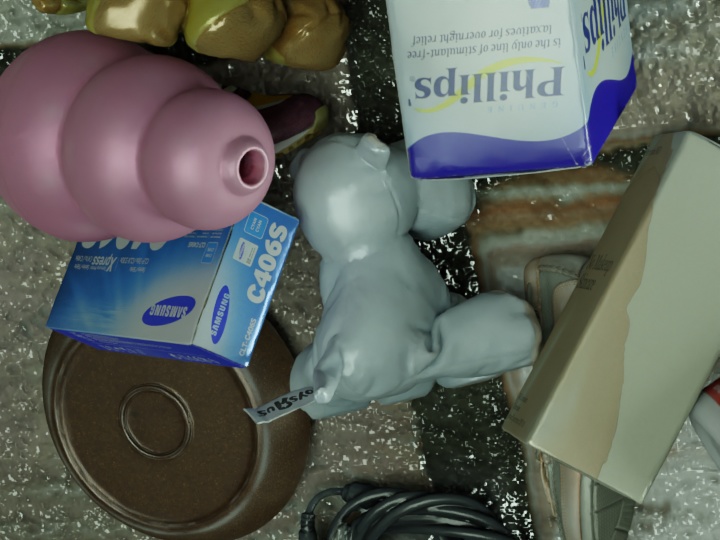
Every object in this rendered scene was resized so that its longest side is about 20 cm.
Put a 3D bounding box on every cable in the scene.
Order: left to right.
[{"bbox_3d":[0.040,0.236,1.404,0.163,0.051,0.200,-1,105,13],"label":"cable"}]

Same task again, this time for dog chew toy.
[{"bbox_3d":[-0.126,-0.071,1.205,0.200,0.124,0.125,12,114,45],"label":"dog chew toy"}]

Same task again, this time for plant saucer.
[{"bbox_3d":[-0.131,0.097,1.407,0.200,0.034,0.201,7,111,20],"label":"plant saucer"}]

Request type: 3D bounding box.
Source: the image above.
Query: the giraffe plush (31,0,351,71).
[{"bbox_3d":[-0.093,-0.216,1.248,0.200,0.172,0.163,23,105,53],"label":"giraffe plush"}]

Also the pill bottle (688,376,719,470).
[{"bbox_3d":[0.296,0.065,1.194,0.200,0.116,0.116,-35,95,-1],"label":"pill bottle"}]

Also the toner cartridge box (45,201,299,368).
[{"bbox_3d":[-0.119,0.003,1.290,0.043,0.200,0.095,24,78,-31],"label":"toner cartridge box"}]

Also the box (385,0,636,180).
[{"bbox_3d":[0.083,-0.171,1.174,0.105,0.184,0.200,-3,107,17],"label":"box"}]

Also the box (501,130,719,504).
[{"bbox_3d":[0.166,0.025,1.217,0.078,0.095,0.200,28,88,-5],"label":"box"}]

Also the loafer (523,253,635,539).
[{"bbox_3d":[0.135,0.086,1.315,0.063,0.072,0.200,7,104,33],"label":"loafer"}]

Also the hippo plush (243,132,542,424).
[{"bbox_3d":[0.000,0.000,1.284,0.159,0.200,0.161,-22,79,55],"label":"hippo plush"}]

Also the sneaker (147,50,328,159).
[{"bbox_3d":[-0.119,-0.101,1.320,0.200,0.075,0.090,-11,100,21],"label":"sneaker"}]
